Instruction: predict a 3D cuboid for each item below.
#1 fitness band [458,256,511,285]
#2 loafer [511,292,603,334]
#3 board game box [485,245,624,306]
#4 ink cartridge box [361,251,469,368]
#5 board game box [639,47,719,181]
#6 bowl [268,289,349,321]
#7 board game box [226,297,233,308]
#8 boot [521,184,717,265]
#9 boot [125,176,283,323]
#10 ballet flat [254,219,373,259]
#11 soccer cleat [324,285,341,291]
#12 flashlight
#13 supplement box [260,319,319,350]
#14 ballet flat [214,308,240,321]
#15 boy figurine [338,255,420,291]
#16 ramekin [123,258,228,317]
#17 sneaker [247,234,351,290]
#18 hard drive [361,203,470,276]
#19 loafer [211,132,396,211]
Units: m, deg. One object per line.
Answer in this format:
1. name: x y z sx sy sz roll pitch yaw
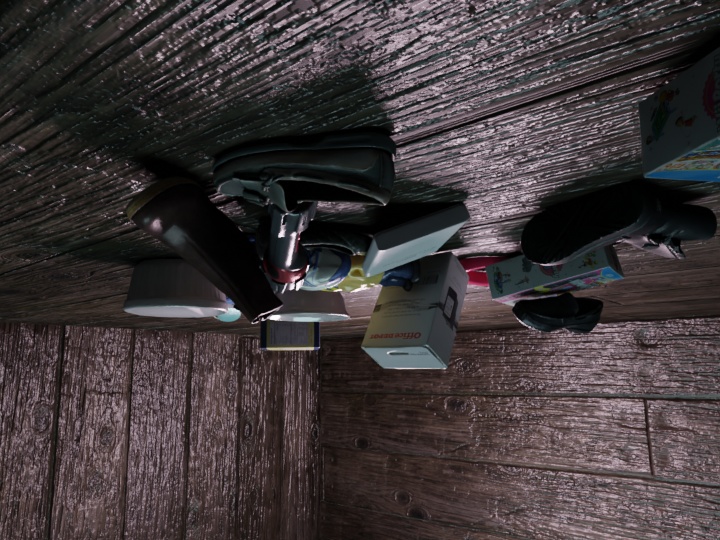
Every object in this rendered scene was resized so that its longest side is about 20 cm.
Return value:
1. fitness band: 0.268 0.003 1.178 0.142 0.038 0.198 -6 168 40
2. loafer: 0.352 0.069 1.018 0.197 0.071 0.068 6 -147 -30
3. board game box: 0.339 0.004 0.998 0.198 0.065 0.147 -21 161 30
4. ink cartridge box: 0.104 0.077 1.057 0.143 0.202 0.083 -8 139 38
5. board game box: 0.304 -0.118 0.363 0.145 0.066 0.200 1 171 -8
6. bowl: -0.123 0.067 1.340 0.197 0.092 0.201 -1 171 0
7. board game box: -0.282 0.067 1.467 0.197 0.044 0.198 -5 168 24
8. boot: 0.341 -0.046 0.766 0.166 0.078 0.199 10 160 -31
9. boot: -0.162 -0.016 0.651 0.072 0.167 0.200 -38 173 7
10. ballet flat: -0.063 -0.037 0.853 0.197 0.058 0.066 4 170 -26
11. soccer cleat: -0.080 0.002 1.046 0.196 0.066 0.084 2 172 -10
12. flashlight: -0.085 -0.043 0.701 0.067 0.069 0.201 -7 153 -17
13. supplement box: -0.240 0.204 1.976 0.196 0.137 0.200 0 170 -6
14. ballet flat: -0.391 0.091 1.553 0.068 0.071 0.200 -4 168 19
15. boy figurine: 0.000 0.000 0.996 0.196 0.066 0.125 4 156 -13
16. ramekin: -0.364 0.037 1.146 0.198 0.096 0.202 0 170 0
17. sneaker: -0.114 -0.015 0.898 0.196 0.077 0.088 3 167 9
18. hard drive: 0.072 -0.039 0.834 0.130 0.027 0.200 -20 172 -8
19. loafer: -0.061 -0.086 0.554 0.196 0.064 0.072 -5 169 22
